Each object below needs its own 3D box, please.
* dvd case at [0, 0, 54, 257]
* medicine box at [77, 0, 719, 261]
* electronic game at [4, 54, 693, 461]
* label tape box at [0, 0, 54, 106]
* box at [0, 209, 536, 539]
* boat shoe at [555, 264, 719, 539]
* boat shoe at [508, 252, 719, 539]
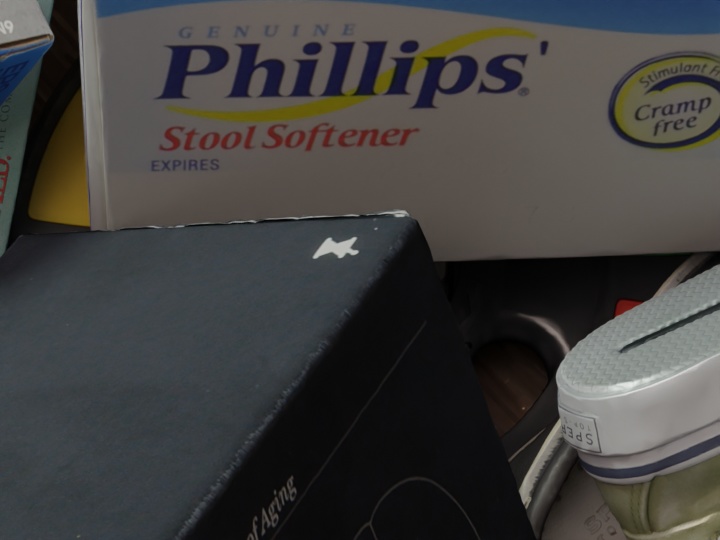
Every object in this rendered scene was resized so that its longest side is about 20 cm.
[{"bbox_3d":[-0.121,-0.102,0.798,0.022,0.146,0.200,0,42,-20],"label":"dvd case"},{"bbox_3d":[0.015,-0.106,0.746,0.182,0.103,0.200,-2,48,-6],"label":"medicine box"},{"bbox_3d":[0.000,0.000,0.786,0.200,0.042,0.200,1,73,-5],"label":"electronic game"},{"bbox_3d":[-0.170,-0.105,0.730,0.063,0.144,0.200,-18,76,-37],"label":"label tape box"},{"bbox_3d":[-0.045,0.122,0.646,0.124,0.197,0.200,-1,32,31],"label":"box"},{"bbox_3d":[0.145,0.012,0.692,0.200,0.072,0.062,-23,112,1],"label":"boat shoe"},{"bbox_3d":[0.108,0.021,0.746,0.200,0.060,0.074,-39,89,-12],"label":"boat shoe"}]
